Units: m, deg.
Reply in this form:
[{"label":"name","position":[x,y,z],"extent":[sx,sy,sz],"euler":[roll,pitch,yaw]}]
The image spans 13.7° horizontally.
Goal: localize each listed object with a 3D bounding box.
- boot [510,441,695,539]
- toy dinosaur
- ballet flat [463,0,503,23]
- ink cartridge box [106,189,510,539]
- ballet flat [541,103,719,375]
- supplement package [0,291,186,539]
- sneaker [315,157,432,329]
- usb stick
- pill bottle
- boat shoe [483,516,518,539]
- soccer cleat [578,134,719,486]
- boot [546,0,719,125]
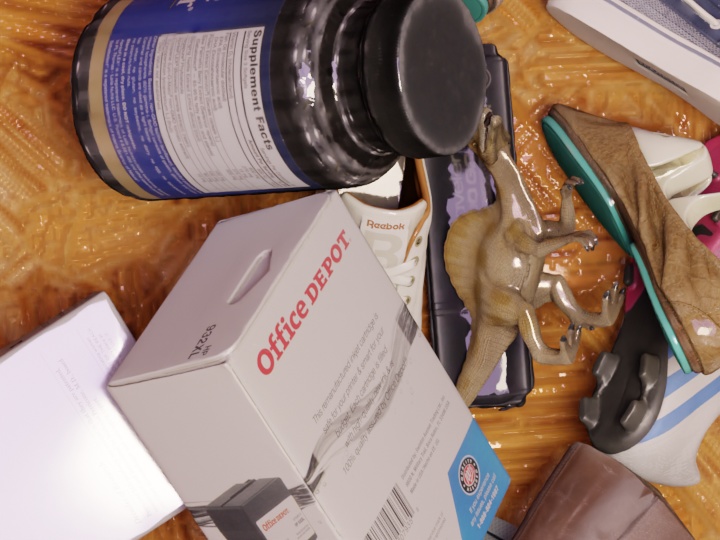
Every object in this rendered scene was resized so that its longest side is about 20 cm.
[{"label":"boot","position":[0.131,0.209,1.559],"extent":[0.186,0.064,0.200],"euler":[42,70,2]},{"label":"toy dinosaur","position":[0.083,0.013,1.598],"extent":[0.101,0.058,0.201],"euler":[19,110,32]},{"label":"ballet flat","position":[-0.010,-0.199,1.626],"extent":[0.200,0.068,0.067],"euler":[23,68,-11]},{"label":"ink cartridge box","position":[-0.022,0.084,1.524],"extent":[0.084,0.145,0.200],"euler":[-13,120,34]},{"label":"ballet flat","position":[0.164,-0.029,1.590],"extent":[0.072,0.200,0.068],"euler":[-27,135,0]},{"label":"supplement package","position":[-0.188,0.112,1.567],"extent":[0.200,0.121,0.120],"euler":[-33,94,-6]},{"label":"sneaker","position":[0.000,0.000,1.609],"extent":[0.073,0.085,0.201],"euler":[0,92,-8]},{"label":"usb stick","position":[0.061,-0.023,1.641],"extent":[0.055,0.033,0.201],"euler":[-4,90,3]},{"label":"pill bottle","position":[-0.041,-0.095,1.543],"extent":[0.199,0.112,0.112],"euler":[-3,90,33]},{"label":"boat shoe","position":[0.116,0.197,1.636],"extent":[0.200,0.074,0.067],"euler":[30,112,-3]},{"label":"soccer cleat","position":[0.184,0.024,1.645],"extent":[0.086,0.070,0.200],"euler":[34,73,-38]},{"label":"boot","position":[0.202,-0.130,1.612],"extent":[0.200,0.073,0.090],"euler":[34,86,18]}]
